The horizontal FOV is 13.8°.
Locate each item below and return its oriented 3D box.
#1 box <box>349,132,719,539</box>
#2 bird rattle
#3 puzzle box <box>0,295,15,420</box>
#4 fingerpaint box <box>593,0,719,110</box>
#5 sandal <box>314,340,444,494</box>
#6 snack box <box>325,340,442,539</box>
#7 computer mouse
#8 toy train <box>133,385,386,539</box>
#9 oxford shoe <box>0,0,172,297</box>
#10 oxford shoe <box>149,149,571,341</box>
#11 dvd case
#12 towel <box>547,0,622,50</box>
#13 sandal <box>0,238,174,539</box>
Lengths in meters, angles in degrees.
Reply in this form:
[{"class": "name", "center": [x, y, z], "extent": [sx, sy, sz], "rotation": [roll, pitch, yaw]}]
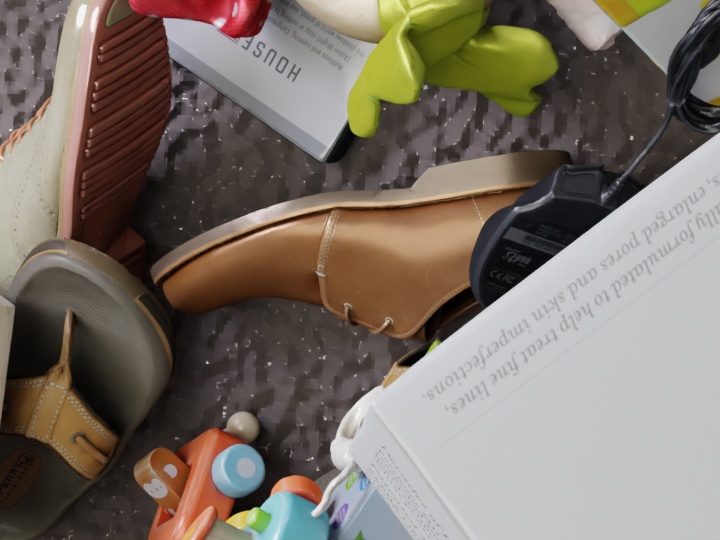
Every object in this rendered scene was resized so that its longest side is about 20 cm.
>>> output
[{"class": "box", "center": [0.132, 0.080, 1.124], "extent": [0.199, 0.131, 0.200], "rotation": [-36, 84, -10]}, {"class": "bird rattle", "center": [0.005, -0.148, 1.257], "extent": [0.200, 0.112, 0.164], "rotation": [38, 109, 32]}, {"class": "puzzle box", "center": [-0.201, 0.062, 1.347], "extent": [0.025, 0.200, 0.134], "rotation": [6, 96, -23]}, {"class": "fingerpaint box", "center": [0.189, -0.157, 1.173], "extent": [0.200, 0.167, 0.074], "rotation": [-36, 36, 20]}, {"class": "sandal", "center": [0.045, 0.052, 1.284], "extent": [0.200, 0.082, 0.055], "rotation": [-34, 100, 17]}, {"class": "snack box", "center": [0.079, 0.141, 1.251], "extent": [0.199, 0.053, 0.143], "rotation": [30, 105, -12]}, {"class": "computer mouse", "center": [0.105, -0.048, 1.204], "extent": [0.058, 0.034, 0.200], "rotation": [21, 132, -23]}, {"class": "toy train", "center": [-0.063, 0.106, 1.273], "extent": [0.055, 0.200, 0.151], "rotation": [28, 65, -17]}, {"class": "oxford shoe", "center": [-0.136, -0.050, 1.335], "extent": [0.074, 0.071, 0.201], "rotation": [28, 125, 23]}, {"class": "oxford shoe", "center": [0.000, 0.000, 1.306], "extent": [0.199, 0.071, 0.072], "rotation": [-11, 85, 21]}, {"class": "dvd case", "center": [-0.022, -0.172, 1.331], "extent": [0.150, 0.025, 0.201], "rotation": [35, 105, 16]}, {"class": "towel", "center": [0.114, -0.226, 1.253], "extent": [0.191, 0.032, 0.200], "rotation": [-37, 82, 12]}, {"class": "sandal", "center": [-0.143, 0.066, 1.329], "extent": [0.081, 0.055, 0.200], "rotation": [30, 132, -7]}]
